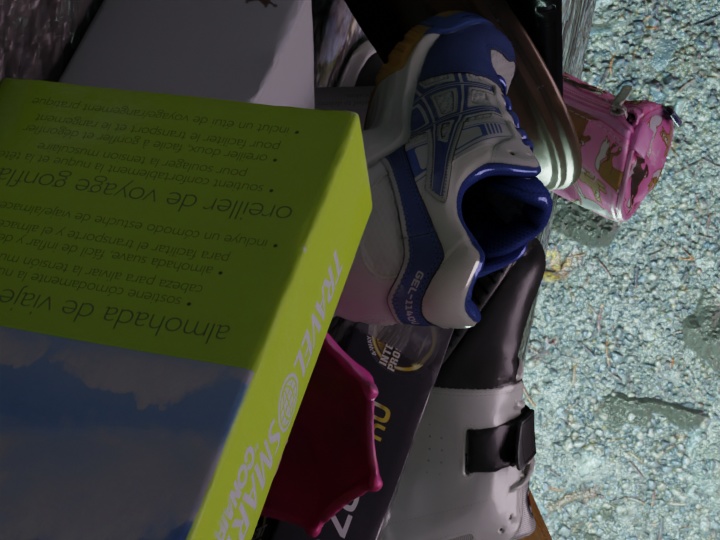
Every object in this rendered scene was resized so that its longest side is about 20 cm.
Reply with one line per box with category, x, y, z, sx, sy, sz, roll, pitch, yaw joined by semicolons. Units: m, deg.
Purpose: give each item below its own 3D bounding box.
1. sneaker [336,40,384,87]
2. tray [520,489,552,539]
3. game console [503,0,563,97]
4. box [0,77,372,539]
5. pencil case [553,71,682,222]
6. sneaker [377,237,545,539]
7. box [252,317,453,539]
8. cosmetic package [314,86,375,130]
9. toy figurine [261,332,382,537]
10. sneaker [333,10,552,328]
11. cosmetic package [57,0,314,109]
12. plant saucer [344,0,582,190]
sneaker;0.028;-0.074;0.946;0.200;0.098;0.071;-64;162;-55
tray;0.046;0.087;0.999;0.201;0.037;0.099;66;-21;-1
game console;0.042;-0.154;0.793;0.031;0.178;0.200;-32;161;-3
box;-0.080;0.034;0.431;0.048;0.121;0.201;78;26;-48
pencil case;0.107;-0.107;1.062;0.083;0.199;0.087;-17;130;-57
sneaker;0.050;0.078;0.744;0.074;0.088;0.201;-97;-148;-74
box;-0.034;0.106;0.733;0.162;0.049;0.200;-66;-170;-25
cosmetic package;0.000;0.000;0.827;0.201;0.106;0.085;88;2;-55
toy figurine;-0.060;0.088;0.499;0.200;0.149;0.186;79;29;-71
sneaker;0.038;-0.036;0.638;0.200;0.087;0.076;-57;155;-49
cosmetic package;-0.063;-0.008;0.617;0.201;0.071;0.102;91;16;-50
plant saucer;0.038;-0.117;0.804;0.029;0.200;0.200;-37;161;-7
